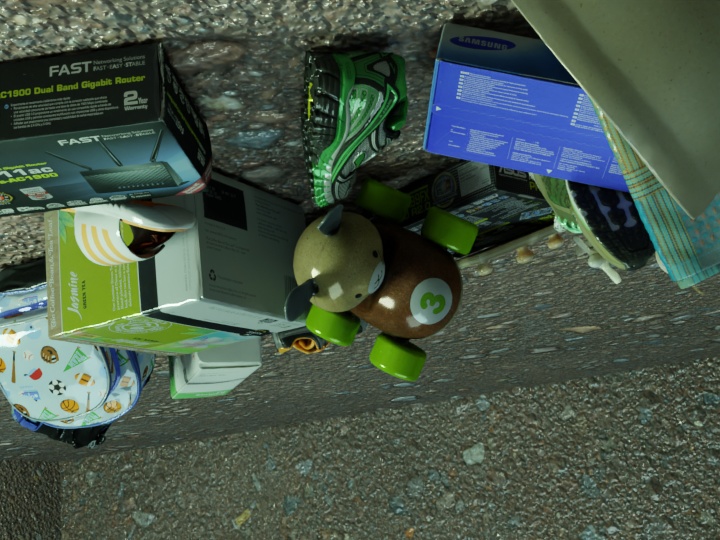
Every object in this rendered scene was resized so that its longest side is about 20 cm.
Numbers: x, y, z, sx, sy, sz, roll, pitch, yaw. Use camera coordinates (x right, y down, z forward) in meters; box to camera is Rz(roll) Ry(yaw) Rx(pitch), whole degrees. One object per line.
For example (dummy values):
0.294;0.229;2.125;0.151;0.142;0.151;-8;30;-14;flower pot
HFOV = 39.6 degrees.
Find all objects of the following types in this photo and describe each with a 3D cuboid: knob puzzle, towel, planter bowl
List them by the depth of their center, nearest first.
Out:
0.175;-0.149;0.557;0.134;0.202;0.199;-39;154;17;planter bowl
0.239;-0.104;0.672;0.145;0.202;0.022;-26;-170;14;towel
0.207;-0.033;1.170;0.216;0.031;0.220;-22;179;0;knob puzzle

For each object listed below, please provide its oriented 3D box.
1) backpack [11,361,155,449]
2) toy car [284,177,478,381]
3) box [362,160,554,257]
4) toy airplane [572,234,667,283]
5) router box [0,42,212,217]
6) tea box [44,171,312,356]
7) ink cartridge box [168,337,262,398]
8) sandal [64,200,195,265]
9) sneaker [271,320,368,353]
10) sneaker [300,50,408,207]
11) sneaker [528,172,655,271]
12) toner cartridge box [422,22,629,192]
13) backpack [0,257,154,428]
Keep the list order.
-0.353;0.114;1.317;0.133;0.185;0.199;24;136;-32;backpack
0.000;0.000;0.936;0.156;0.167;0.199;25;-175;24;toy car
0.123;-0.067;1.089;0.158;0.045;0.198;5;162;-40;box
0.308;-0.062;0.989;0.195;0.144;0.200;-13;162;6;toy airplane
-0.224;-0.101;0.766;0.196;0.063;0.150;-7;164;3;router box
-0.182;-0.001;1.022;0.194;0.136;0.199;-13;165;28;tea box
-0.190;0.073;1.273;0.082;0.149;0.200;0;165;-21;ink cartridge box
-0.226;-0.036;0.897;0.204;0.060;0.078;11;-174;39;sandal
-0.067;0.090;1.538;0.198;0.079;0.078;5;160;-42;sneaker
-0.004;-0.108;0.807;0.083;0.080;0.200;-5;165;-8;sneaker
0.186;-0.060;0.822;0.075;0.202;0.090;-10;134;-8;sneaker
0.149;-0.116;0.739;0.196;0.044;0.096;12;143;4;toner cartridge box
-0.328;0.087;1.146;0.196;0.155;0.193;-10;123;16;backpack
